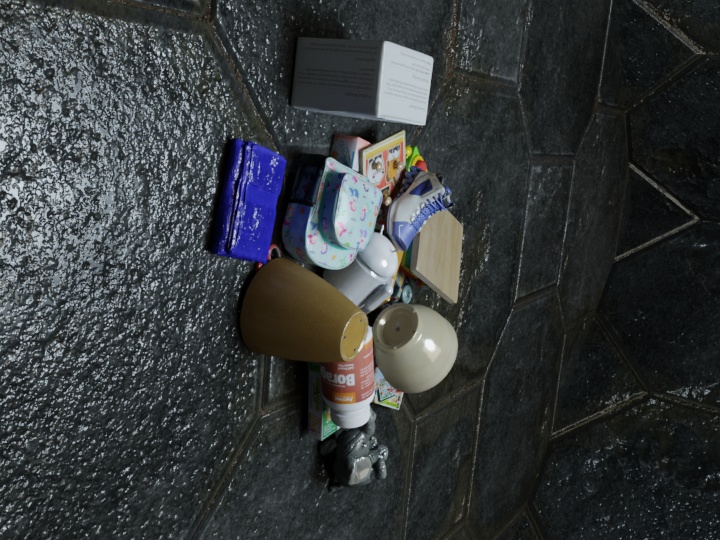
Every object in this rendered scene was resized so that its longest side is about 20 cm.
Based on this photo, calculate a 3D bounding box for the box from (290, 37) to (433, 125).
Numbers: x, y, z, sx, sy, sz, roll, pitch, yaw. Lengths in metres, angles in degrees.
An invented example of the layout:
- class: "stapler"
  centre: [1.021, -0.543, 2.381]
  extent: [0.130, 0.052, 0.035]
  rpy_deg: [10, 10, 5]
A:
- class: "box"
  centre: [0.005, -0.356, 1.492]
  extent: [0.199, 0.196, 0.134]
  rpy_deg: [-8, 108, -58]

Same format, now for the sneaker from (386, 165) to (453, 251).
- class: "sneaker"
  centre: [0.136, -0.141, 1.693]
  extent: [0.081, 0.113, 0.202]
  rpy_deg: [54, 49, -48]

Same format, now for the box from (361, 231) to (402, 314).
- class: "box"
  centre: [0.050, -0.012, 1.755]
  extent: [0.041, 0.119, 0.203]
  rpy_deg: [27, 64, -15]

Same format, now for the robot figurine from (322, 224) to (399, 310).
- class: "robot figurine"
  centre: [0.000, 0.000, 1.636]
  extent: [0.200, 0.170, 0.112]
  rpy_deg: [-46, 161, 23]

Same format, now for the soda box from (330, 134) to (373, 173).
- class: "soda box"
  centre: [0.012, -0.231, 1.681]
  extent: [0.199, 0.063, 0.070]
  rpy_deg: [11, 91, -59]

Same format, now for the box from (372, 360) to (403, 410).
- class: "box"
  centre: [0.055, 0.276, 1.953]
  extent: [0.199, 0.034, 0.112]
  rpy_deg: [30, 74, -59]

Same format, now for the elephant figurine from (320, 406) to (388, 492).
- class: "elephant figurine"
  centre: [-0.020, 0.407, 1.779]
  extent: [0.201, 0.138, 0.158]
  rpy_deg: [58, 36, -59]

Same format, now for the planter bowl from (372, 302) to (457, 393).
- class: "planter bowl"
  centre: [0.105, 0.157, 1.795]
  extent: [0.135, 0.197, 0.203]
  rpy_deg: [46, 60, -46]

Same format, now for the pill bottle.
- class: "pill bottle"
  centre: [-0.026, 0.211, 1.602]
  extent: [0.112, 0.110, 0.204]
  rpy_deg: [-33, 127, -50]

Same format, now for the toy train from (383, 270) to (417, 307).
- class: "toy train"
  centre: [0.090, -0.010, 1.871]
  extent: [0.114, 0.084, 0.203]
  rpy_deg: [53, 52, -47]

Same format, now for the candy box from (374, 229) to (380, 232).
- class: "candy box"
  centre: [0.024, -0.119, 1.766]
  extent: [0.200, 0.026, 0.104]
  rpy_deg: [-48, 144, -41]

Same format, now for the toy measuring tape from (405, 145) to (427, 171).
- class: "toy measuring tape"
  centre: [0.131, -0.216, 1.884]
  extent: [0.074, 0.072, 0.201]
  rpy_deg: [-61, 145, -27]

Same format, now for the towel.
- class: "towel"
  centre: [-0.189, -0.117, 1.390]
  extent: [0.147, 0.049, 0.204]
  rpy_deg: [11, 90, -59]

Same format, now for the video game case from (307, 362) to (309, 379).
- class: "video game case"
  centre: [-0.055, 0.146, 1.739]
  extent: [0.199, 0.018, 0.146]
  rpy_deg: [-36, 129, -50]

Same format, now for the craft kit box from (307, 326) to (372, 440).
- class: "craft kit box"
  centre: [-0.043, 0.240, 1.733]
  extent: [0.199, 0.048, 0.202]
  rpy_deg: [-24, 117, -55]

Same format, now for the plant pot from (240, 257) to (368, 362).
- class: "plant pot"
  centre: [-0.091, 0.092, 1.468]
  extent: [0.186, 0.197, 0.190]
  rpy_deg: [-33, 131, -48]

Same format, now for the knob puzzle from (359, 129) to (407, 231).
- class: "knob puzzle"
  centre: [0.057, -0.179, 1.686]
  extent: [0.219, 0.030, 0.224]
  rpy_deg: [-31, 127, -52]

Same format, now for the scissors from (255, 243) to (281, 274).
- class: "scissors"
  centre: [-0.147, 0.017, 1.547]
  extent: [0.200, 0.014, 0.074]
  rpy_deg: [50, 56, -55]

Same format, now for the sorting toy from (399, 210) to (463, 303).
- class: "sorting toy"
  centre: [0.160, -0.051, 1.837]
  extent: [0.198, 0.068, 0.204]
  rpy_deg: [37, 54, -48]

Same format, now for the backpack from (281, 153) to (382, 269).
- class: "backpack"
  centre: [-0.058, -0.104, 1.530]
  extent: [0.176, 0.149, 0.204]
  rpy_deg: [22, 89, -52]
